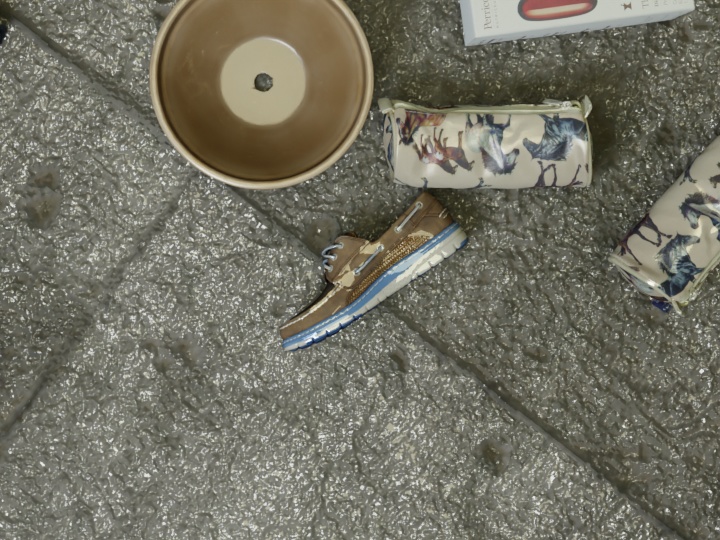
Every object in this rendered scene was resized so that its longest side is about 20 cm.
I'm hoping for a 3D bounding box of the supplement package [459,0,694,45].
[{"bbox_3d":[0.189,-0.273,1.717,0.199,0.110,0.114,-8,93,-1],"label":"supplement package"}]

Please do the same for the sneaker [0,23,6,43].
[{"bbox_3d":[-0.412,-0.171,1.727,0.078,0.066,0.200,37,90,3],"label":"sneaker"}]

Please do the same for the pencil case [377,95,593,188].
[{"bbox_3d":[0.115,-0.120,1.737,0.199,0.078,0.090,0,114,-2],"label":"pencil case"}]

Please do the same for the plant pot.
[{"bbox_3d":[-0.090,-0.174,1.721,0.200,0.093,0.202,0,94,-3],"label":"plant pot"}]

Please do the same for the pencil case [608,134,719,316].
[{"bbox_3d":[0.326,-0.055,1.741,0.089,0.078,0.200,42,91,14],"label":"pencil case"}]

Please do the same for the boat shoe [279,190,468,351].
[{"bbox_3d":[0.000,0.000,1.750,0.200,0.072,0.072,-34,89,-10],"label":"boat shoe"}]
